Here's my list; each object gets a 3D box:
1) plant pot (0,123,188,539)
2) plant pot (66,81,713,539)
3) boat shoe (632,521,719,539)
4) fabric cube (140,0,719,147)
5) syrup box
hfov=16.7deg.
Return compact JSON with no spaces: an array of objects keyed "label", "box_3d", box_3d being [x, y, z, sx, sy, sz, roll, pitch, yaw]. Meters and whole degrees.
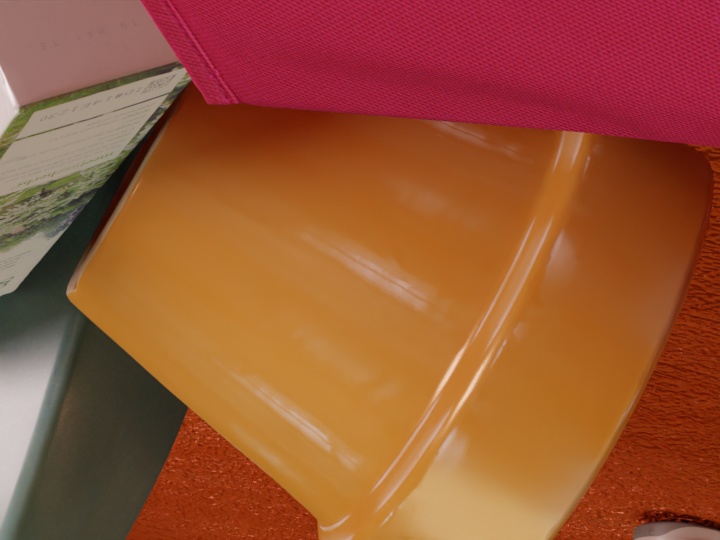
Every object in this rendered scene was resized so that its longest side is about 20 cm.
[{"label":"plant pot","box_3d":[-0.146,0.024,1.016,0.140,0.201,0.141,5,163,19]},{"label":"plant pot","box_3d":[0.000,0.000,0.902,0.183,0.201,0.200,29,160,-7]},{"label":"boat shoe","box_3d":[0.266,0.213,1.590,0.201,0.065,0.074,17,162,-18]},{"label":"fabric cube","box_3d":[0.061,-0.139,0.373,0.198,0.201,0.196,6,163,15]},{"label":"syrup box","box_3d":[-0.136,-0.053,0.851,0.078,0.082,0.200,-20,168,-35]}]
